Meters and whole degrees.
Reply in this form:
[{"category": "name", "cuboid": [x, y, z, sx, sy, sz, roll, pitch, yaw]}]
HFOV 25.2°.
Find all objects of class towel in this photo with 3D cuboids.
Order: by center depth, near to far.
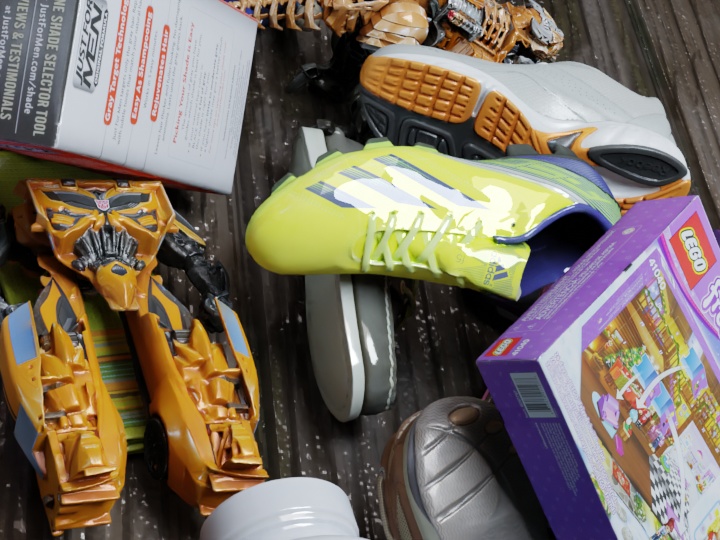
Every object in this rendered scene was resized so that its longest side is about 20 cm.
[{"category": "towel", "cuboid": [-0.141, 0.009, 0.826, 0.085, 0.018, 0.201, -5, 51, -32]}]

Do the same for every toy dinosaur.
[{"category": "toy dinosaur", "cuboid": [0.018, -0.140, 0.964, 0.198, 0.136, 0.103, 22, 43, -7]}]

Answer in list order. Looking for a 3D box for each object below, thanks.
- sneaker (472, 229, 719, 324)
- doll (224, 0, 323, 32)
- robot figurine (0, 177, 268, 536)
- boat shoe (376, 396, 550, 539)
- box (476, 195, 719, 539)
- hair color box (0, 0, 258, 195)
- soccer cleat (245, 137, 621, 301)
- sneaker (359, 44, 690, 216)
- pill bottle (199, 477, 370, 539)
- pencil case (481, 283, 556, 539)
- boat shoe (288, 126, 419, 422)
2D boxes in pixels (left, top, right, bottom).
[{"category": "sneaker", "cuboid": [0.162, -0.004, 0.942, 0.198, 0.088, 0.075, 11, 44, -18]}, {"category": "doll", "cuboid": [-0.090, -0.178, 1.010, 0.136, 0.049, 0.200, 32, 42, 15]}, {"category": "robot figurine", "cuboid": [-0.115, 0.028, 0.766, 0.144, 0.058, 0.201, -1, 49, -28]}, {"category": "boat shoe", "cuboid": [0.056, 0.157, 0.722, 0.075, 0.072, 0.202, -8, 83, -28]}, {"category": "box", "cuboid": [0.139, 0.087, 0.722, 0.137, 0.039, 0.201, -39, 112, -38]}, {"category": "hair color box", "cuboid": [-0.120, -0.099, 0.800, 0.061, 0.103, 0.200, 9, -1, 18]}, {"category": "soccer cleat", "cuboid": [0.043, -0.019, 0.795, 0.198, 0.065, 0.084, -5, 48, -22]}, {"category": "sneaker", "cuboid": [0.093, -0.091, 0.936, 0.198, 0.076, 0.092, 19, 38, -11]}, {"category": "pill bottle", "cuboid": [-0.012, 0.186, 0.650, 0.110, 0.111, 0.201, 2, 49, -25]}, {"category": "pencil case", "cuboid": [0.109, 0.064, 0.832, 0.200, 0.082, 0.087, -54, 126, -37]}, {"category": "boat shoe", "cuboid": [0.001, -0.002, 0.870, 0.060, 0.072, 0.203, 5, 43, -16]}]
